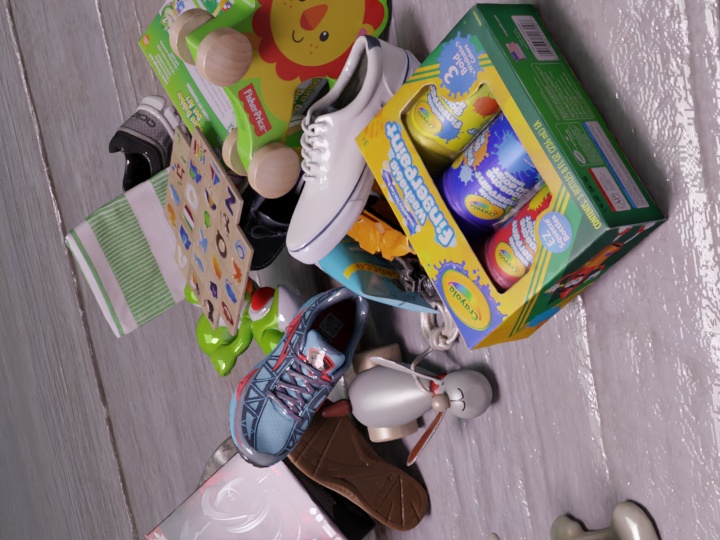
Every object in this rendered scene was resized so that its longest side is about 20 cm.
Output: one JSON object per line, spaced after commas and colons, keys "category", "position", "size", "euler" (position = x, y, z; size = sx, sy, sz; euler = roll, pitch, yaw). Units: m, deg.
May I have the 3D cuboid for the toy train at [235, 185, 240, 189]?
{"category": "toy train", "position": [-0.127, -0.077, 1.500], "size": [0.200, 0.084, 0.116], "euler": [-50, 45, 27]}

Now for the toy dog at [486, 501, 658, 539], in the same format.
{"category": "toy dog", "position": [0.134, 0.295, 1.164], "size": [0.139, 0.199, 0.195], "euler": [-14, 93, 63]}

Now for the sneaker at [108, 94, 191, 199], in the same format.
{"category": "sneaker", "position": [-0.209, -0.085, 1.586], "size": [0.074, 0.087, 0.201], "euler": [12, 133, 50]}

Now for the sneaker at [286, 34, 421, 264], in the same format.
{"category": "sneaker", "position": [-0.022, -0.106, 1.242], "size": [0.073, 0.071, 0.201], "euler": [22, 86, 59]}

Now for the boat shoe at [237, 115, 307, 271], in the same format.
{"category": "boat shoe", "position": [-0.078, -0.059, 1.398], "size": [0.200, 0.074, 0.062], "euler": [-60, 43, 44]}

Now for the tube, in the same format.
{"category": "tube", "position": [0.000, 0.000, 1.362], "size": [0.200, 0.077, 0.051], "euler": [40, 119, 61]}

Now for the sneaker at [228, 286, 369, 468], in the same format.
{"category": "sneaker", "position": [-0.056, 0.091, 1.380], "size": [0.079, 0.201, 0.096], "euler": [32, 157, -8]}

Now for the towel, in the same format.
{"category": "towel", "position": [-0.200, -0.032, 1.556], "size": [0.023, 0.199, 0.153], "euler": [43, 159, 52]}

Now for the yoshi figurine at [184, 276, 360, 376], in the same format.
{"category": "yoshi figurine", "position": [-0.102, 0.068, 1.534], "size": [0.199, 0.112, 0.112], "euler": [24, 87, 33]}

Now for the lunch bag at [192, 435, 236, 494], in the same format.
{"category": "lunch bag", "position": [-0.084, 0.258, 1.628], "size": [0.168, 0.139, 0.200], "euler": [47, 147, 11]}

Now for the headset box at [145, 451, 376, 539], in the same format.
{"category": "headset box", "position": [-0.109, 0.271, 1.497], "size": [0.200, 0.077, 0.149], "euler": [-42, 83, 19]}

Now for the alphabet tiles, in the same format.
{"category": "alphabet tiles", "position": [-0.151, -0.038, 1.439], "size": [0.167, 0.006, 0.200], "euler": [57, 150, 29]}

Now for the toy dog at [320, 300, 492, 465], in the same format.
{"category": "toy dog", "position": [0.031, 0.116, 1.361], "size": [0.132, 0.096, 0.200], "euler": [64, 152, 14]}

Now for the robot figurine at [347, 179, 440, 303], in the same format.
{"category": "robot figurine", "position": [0.041, -0.058, 1.285], "size": [0.200, 0.058, 0.146], "euler": [33, 133, 52]}

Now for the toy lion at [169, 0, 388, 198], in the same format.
{"category": "toy lion", "position": [-0.052, -0.190, 1.257], "size": [0.069, 0.191, 0.200], "euler": [40, 159, 46]}

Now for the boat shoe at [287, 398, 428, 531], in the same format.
{"category": "boat shoe", "position": [-0.021, 0.185, 1.468], "size": [0.200, 0.072, 0.072], "euler": [38, 170, -13]}

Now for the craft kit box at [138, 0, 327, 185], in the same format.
{"category": "craft kit box", "position": [-0.111, -0.220, 1.398], "size": [0.198, 0.048, 0.200], "euler": [-47, 58, 27]}

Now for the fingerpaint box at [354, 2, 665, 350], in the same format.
{"category": "fingerpaint box", "position": [0.104, -0.070, 1.098], "size": [0.167, 0.073, 0.201], "euler": [-45, 65, 41]}

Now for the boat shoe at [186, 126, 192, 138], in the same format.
{"category": "boat shoe", "position": [-0.160, -0.138, 1.605], "size": [0.076, 0.060, 0.200], "euler": [66, 152, 13]}
